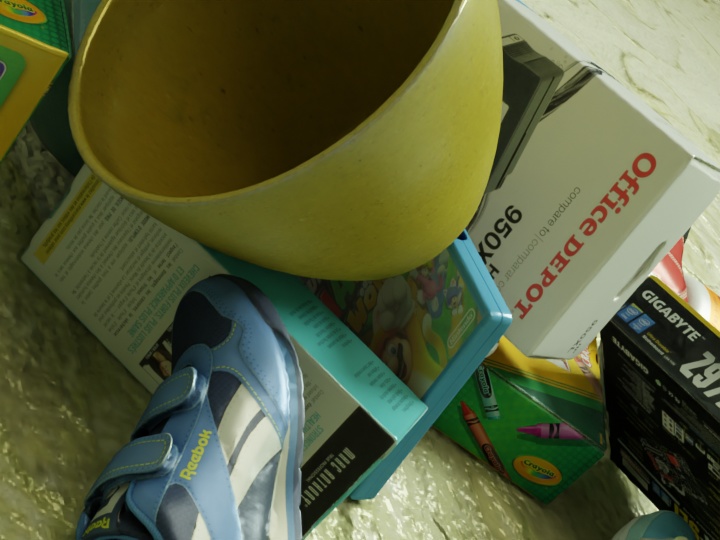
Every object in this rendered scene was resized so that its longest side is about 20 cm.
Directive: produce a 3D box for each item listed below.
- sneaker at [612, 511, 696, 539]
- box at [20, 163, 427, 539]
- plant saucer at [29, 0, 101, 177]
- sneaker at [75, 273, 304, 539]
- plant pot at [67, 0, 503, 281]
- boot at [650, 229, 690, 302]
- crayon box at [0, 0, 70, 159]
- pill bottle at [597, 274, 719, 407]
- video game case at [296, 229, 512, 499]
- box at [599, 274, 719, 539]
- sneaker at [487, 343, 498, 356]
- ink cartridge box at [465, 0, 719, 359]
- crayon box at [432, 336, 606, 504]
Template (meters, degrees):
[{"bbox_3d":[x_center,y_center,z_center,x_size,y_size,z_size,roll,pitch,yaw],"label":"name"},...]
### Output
[{"bbox_3d":[0.200,0.174,0.722,0.079,0.131,0.200,37,25,-8],"label":"sneaker"},{"bbox_3d":[-0.068,0.030,0.650,0.200,0.082,0.049,45,27,5],"label":"box"},{"bbox_3d":[-0.154,-0.142,0.713,0.036,0.201,0.201,2,35,-2],"label":"plant saucer"},{"bbox_3d":[-0.071,0.085,0.545,0.082,0.074,0.201,13,52,-24],"label":"sneaker"},{"bbox_3d":[-0.012,-0.076,0.614,0.142,0.199,0.201,49,14,-48],"label":"plant pot"},{"bbox_3d":[0.151,-0.054,0.902,0.200,0.072,0.145,39,45,-22],"label":"boot"},{"bbox_3d":[-0.240,-0.099,0.557,0.199,0.119,0.058,21,33,-36],"label":"crayon box"},{"bbox_3d":[0.277,0.099,0.968,0.199,0.113,0.113,33,28,-16],"label":"pill bottle"},{"bbox_3d":[0.000,0.000,0.715,0.018,0.143,0.201,7,42,-34],"label":"video game case"},{"bbox_3d":[0.223,0.120,0.793,0.200,0.049,0.160,48,-17,43],"label":"box"},{"bbox_3d":[0.000,0.016,0.778,0.074,0.080,0.200,32,9,-34],"label":"sneaker"},{"bbox_3d":[0.086,-0.066,0.767,0.200,0.145,0.084,44,16,23],"label":"ink cartridge box"},{"bbox_3d":[0.094,0.045,0.867,0.118,0.058,0.200,35,28,-13],"label":"crayon box"}]
